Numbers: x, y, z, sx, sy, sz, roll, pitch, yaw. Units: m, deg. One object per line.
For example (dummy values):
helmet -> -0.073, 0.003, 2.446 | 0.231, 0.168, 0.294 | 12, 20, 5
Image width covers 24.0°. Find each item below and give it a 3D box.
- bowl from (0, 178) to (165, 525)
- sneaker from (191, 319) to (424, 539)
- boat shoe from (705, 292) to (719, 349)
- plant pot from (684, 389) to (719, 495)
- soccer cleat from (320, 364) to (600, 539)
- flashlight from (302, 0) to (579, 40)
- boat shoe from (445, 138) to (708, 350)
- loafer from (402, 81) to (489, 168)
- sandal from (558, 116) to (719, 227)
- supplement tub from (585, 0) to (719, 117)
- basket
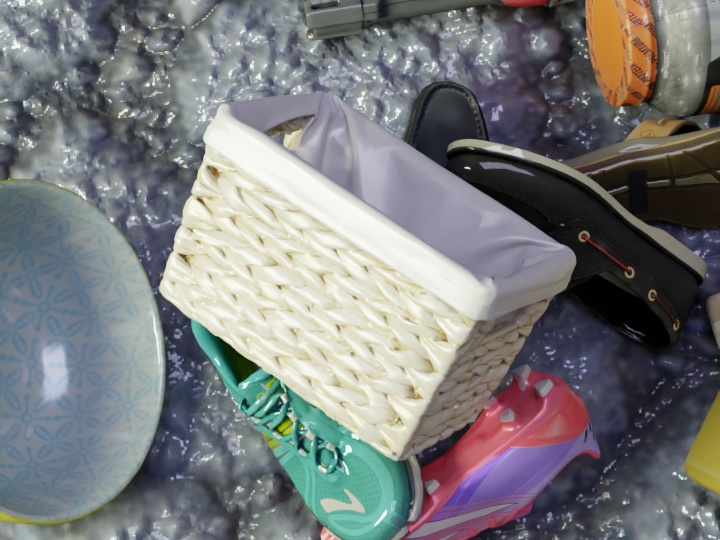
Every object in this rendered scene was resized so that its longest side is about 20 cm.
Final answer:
bowl -> -0.222, 0.052, 1.004 | 0.107, 0.199, 0.203 | -10, 65, 38
sneaker -> -0.039, 0.089, 1.007 | 0.078, 0.079, 0.200 | -49, 56, 11
boat shoe -> 0.321, 0.013, 1.094 | 0.198, 0.072, 0.066 | -18, 74, -4
plant pot -> 0.326, 0.088, 0.958 | 0.194, 0.200, 0.196 | 25, 94, -2
soccer cleat -> 0.060, 0.142, 1.034 | 0.199, 0.067, 0.077 | -39, 113, -7
flashlight -> 0.056, -0.202, 1.153 | 0.197, 0.068, 0.069 | -9, 76, -3
boat shoe -> 0.132, -0.017, 1.057 | 0.200, 0.073, 0.064 | 31, 72, -24
loafer -> 0.059, -0.032, 1.087 | 0.067, 0.071, 0.203 | 3, 71, -4
sandal -> 0.192, -0.068, 1.116 | 0.197, 0.081, 0.054 | -9, 47, -2
supplement tub -> 0.257, -0.170, 1.123 | 0.197, 0.123, 0.124 | -9, 72, -8
basket -> 0.000, 0.000, 0.979 | 0.199, 0.135, 0.124 | 35, 113, 19
